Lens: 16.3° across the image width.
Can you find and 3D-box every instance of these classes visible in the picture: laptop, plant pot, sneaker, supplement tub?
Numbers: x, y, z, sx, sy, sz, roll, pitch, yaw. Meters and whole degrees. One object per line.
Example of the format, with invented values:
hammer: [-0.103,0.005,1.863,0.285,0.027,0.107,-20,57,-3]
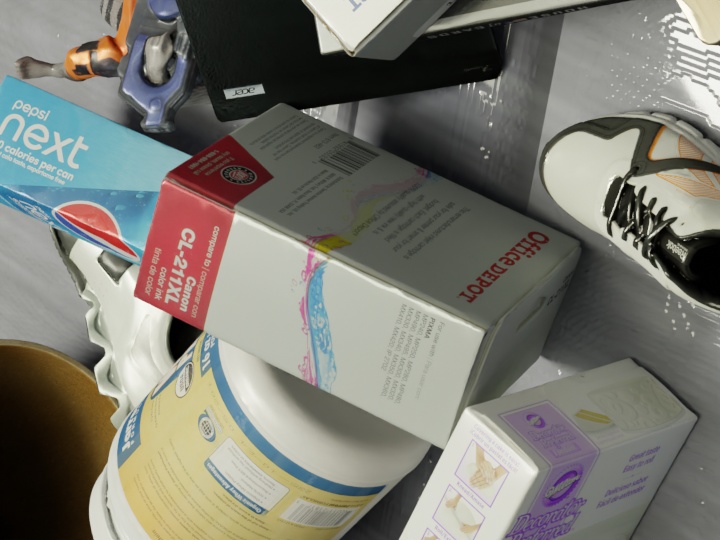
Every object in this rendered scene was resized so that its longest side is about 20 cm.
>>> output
laptop: [-0.019,-0.207,1.438,0.177,0.103,0.200,-8,69,16]
plant pot: [-0.271,0.160,1.700,0.200,0.186,0.187,-26,81,55]
sneaker: [-0.136,-0.001,1.608,0.088,0.074,0.200,-21,87,29]
sneaker: [0.166,-0.029,1.312,0.200,0.080,0.074,26,118,37]
supplement tub: [-0.062,0.108,1.503,0.200,0.145,0.145,-47,68,38]

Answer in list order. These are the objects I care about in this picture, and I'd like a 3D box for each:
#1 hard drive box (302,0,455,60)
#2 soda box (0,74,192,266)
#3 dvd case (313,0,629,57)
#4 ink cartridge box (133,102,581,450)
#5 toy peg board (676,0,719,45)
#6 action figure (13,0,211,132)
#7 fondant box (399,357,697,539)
hard drive box: [-0.004,-0.234,1.310,0.156,0.077,0.200,-42,80,15]
soda box: [-0.141,-0.045,1.544,0.200,0.064,0.068,24,79,18]
dvd case: [0.063,-0.205,1.344,0.200,0.025,0.151,-10,90,18]
ink cartridge box: [0.000,0.000,1.387,0.200,0.146,0.083,26,118,16]
toy peg board: [0.182,-0.245,1.210,0.199,0.098,0.200,-35,74,28]
action figure: [-0.106,-0.176,1.543,0.193,0.105,0.200,19,84,32]
fondant box: [0.084,0.152,1.380,0.058,0.144,0.200,42,124,29]
